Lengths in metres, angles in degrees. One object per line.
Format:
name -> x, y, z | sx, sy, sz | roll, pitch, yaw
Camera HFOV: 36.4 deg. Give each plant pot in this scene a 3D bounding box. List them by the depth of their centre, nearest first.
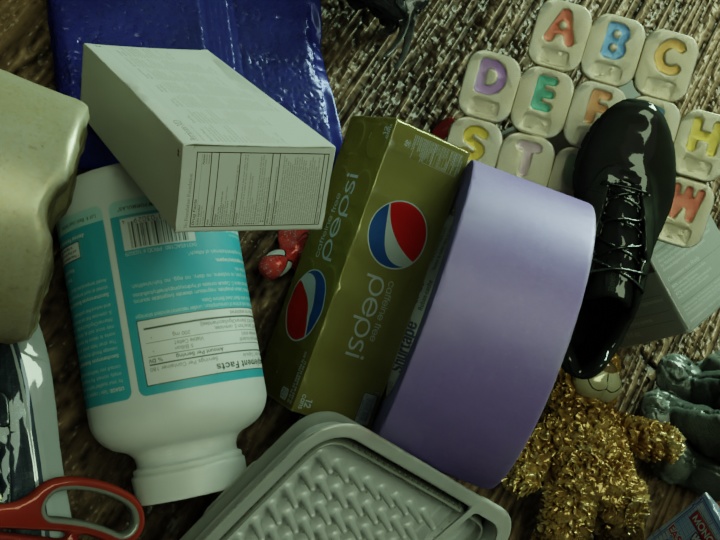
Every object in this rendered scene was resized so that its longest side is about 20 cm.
plant pot -> -0.244, -0.046, 0.561 | 0.183, 0.200, 0.201 | 14, 73, -13

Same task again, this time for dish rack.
dish rack -> -0.017, 0.171, 0.680 | 0.172, 0.044, 0.200 | -45, 131, 10

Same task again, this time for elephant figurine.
elephant figurine -> 0.325, 0.115, 0.839 | 0.155, 0.200, 0.142 | 9, 72, -32

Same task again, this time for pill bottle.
pill bottle -> -0.121, 0.038, 0.677 | 0.110, 0.111, 0.201 | -7, 83, -29

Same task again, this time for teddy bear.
teddy bear -> 0.172, 0.144, 0.821 | 0.144, 0.067, 0.201 | 16, 75, 0

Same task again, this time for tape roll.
tape roll -> 0.076, 0.035, 0.721 | 0.085, 0.200, 0.201 | 20, 69, 0

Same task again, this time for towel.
towel -> -0.114, -0.133, 0.757 | 0.199, 0.050, 0.148 | -1, 73, -27

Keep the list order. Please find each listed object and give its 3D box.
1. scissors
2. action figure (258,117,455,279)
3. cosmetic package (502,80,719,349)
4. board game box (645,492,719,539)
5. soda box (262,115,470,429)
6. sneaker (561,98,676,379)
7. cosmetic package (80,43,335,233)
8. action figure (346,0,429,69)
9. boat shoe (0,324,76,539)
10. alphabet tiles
scissors -> -0.214, 0.133, 0.594 | 0.200, 0.014, 0.073 | 23, 80, -28
action figure -> 0.005, -0.047, 0.800 | 0.200, 0.052, 0.066 | -34, 99, -27
cosmetic package -> 0.202, -0.047, 0.869 | 0.090, 0.107, 0.200 | -35, 94, -29
board game box -> 0.239, 0.241, 0.774 | 0.199, 0.200, 0.062 | 7, 41, -26
soda box -> 0.000, 0.000, 0.736 | 0.064, 0.068, 0.201 | 21, 89, -29
sneaker -> 0.176, -0.017, 0.753 | 0.076, 0.091, 0.201 | 9, 102, 6
cosmetic package -> -0.095, -0.079, 0.616 | 0.082, 0.200, 0.051 | 0, 114, -28
action figure -> 0.021, -0.259, 0.815 | 0.119, 0.102, 0.201 | 3, 67, -69
boat shoe -> -0.225, 0.098, 0.630 | 0.091, 0.071, 0.201 | -10, 86, -33
alphabet tiles -> 0.163, -0.087, 0.796 | 0.199, 0.015, 0.196 | 16, 97, 2
